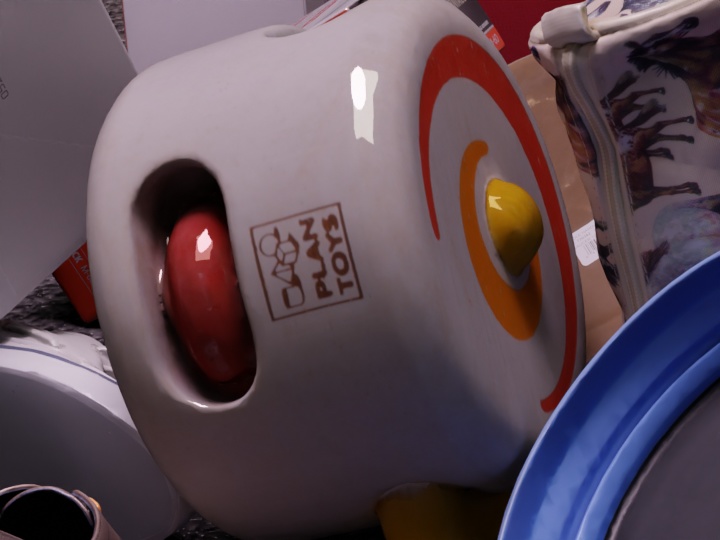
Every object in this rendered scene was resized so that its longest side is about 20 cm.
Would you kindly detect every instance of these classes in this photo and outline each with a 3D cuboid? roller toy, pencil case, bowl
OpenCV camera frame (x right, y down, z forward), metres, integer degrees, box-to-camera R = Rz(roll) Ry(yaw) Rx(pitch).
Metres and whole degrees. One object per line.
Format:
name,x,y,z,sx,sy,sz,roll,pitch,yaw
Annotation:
roller toy,0.000,0.000,0.971,0.139,0.183,0.201,-15,41,23
pencil case,0.118,-0.011,0.966,0.077,0.201,0.089,-1,23,40
bowl,0.128,0.073,0.846,0.200,0.039,0.201,-34,34,27

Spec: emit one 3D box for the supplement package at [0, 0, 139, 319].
supplement package,-0.213,-0.095,1.051,0.147,0.192,0.199,-43,40,-23

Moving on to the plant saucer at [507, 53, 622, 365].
plant saucer,0.085,-0.021,1.099,0.199,0.030,0.201,-16,48,19

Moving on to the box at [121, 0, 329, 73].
box,-0.043,-0.133,1.404,0.097,0.125,0.200,2,23,16

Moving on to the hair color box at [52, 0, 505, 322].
hair color box,-0.044,-0.061,1.195,0.199,0.064,0.111,-30,8,31

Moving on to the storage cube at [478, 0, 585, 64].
storage cube,0.128,-0.190,1.437,0.199,0.181,0.171,2,23,17

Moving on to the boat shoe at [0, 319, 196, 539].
boat shoe,-0.122,0.050,1.047,0.199,0.074,0.065,18,35,40

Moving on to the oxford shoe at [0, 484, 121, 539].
oxford shoe,-0.083,0.103,0.851,0.071,0.073,0.200,-1,-2,15
